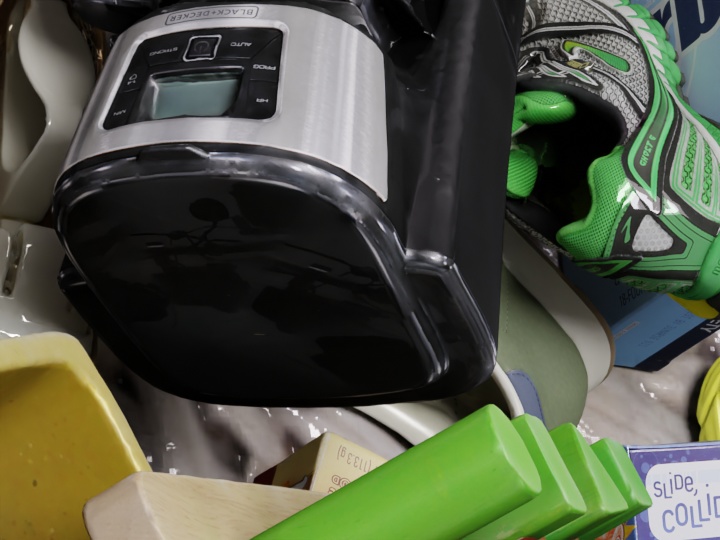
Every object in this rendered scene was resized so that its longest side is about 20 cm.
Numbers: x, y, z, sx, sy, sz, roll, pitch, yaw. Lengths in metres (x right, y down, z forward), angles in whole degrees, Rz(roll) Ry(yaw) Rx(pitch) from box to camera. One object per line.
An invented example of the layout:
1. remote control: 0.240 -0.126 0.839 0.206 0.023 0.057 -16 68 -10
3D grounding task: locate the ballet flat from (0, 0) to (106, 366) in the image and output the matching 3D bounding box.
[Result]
1. ballet flat: -0.107 -0.015 0.738 0.069 0.063 0.200 14 55 -29

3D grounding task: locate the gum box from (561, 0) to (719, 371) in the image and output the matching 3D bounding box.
1. gum box: 0.130 -0.087 0.909 0.044 0.170 0.200 10 62 -27

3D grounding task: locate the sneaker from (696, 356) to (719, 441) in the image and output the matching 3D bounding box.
1. sneaker: 0.188 0.111 0.899 0.074 0.085 0.200 -13 74 -35

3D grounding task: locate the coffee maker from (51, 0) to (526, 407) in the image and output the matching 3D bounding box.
1. coffee maker: -0.001 -0.062 0.733 0.192 0.135 0.200 33 54 -39

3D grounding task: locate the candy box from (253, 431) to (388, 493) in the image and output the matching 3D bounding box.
1. candy box: 0.047 0.150 0.808 0.200 0.055 0.116 28 56 -19

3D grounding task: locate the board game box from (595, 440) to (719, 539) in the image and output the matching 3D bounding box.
1. board game box: 0.161 0.121 0.816 0.200 0.034 0.136 0 82 -33

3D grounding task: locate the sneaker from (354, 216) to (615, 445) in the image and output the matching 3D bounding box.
1. sneaker: 0.000 0.000 0.847 0.200 0.067 0.090 42 46 -11

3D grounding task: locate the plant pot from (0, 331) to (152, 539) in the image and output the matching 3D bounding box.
1. plant pot: -0.141 0.150 0.584 0.196 0.200 0.194 62 17 8

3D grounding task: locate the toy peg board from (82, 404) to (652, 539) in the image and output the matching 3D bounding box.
1. toy peg board: 0.046 0.130 0.645 0.199 0.098 0.200 63 14 15

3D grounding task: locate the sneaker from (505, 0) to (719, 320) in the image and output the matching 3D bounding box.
1. sneaker: 0.073 -0.056 0.865 0.085 0.078 0.200 16 17 -29
